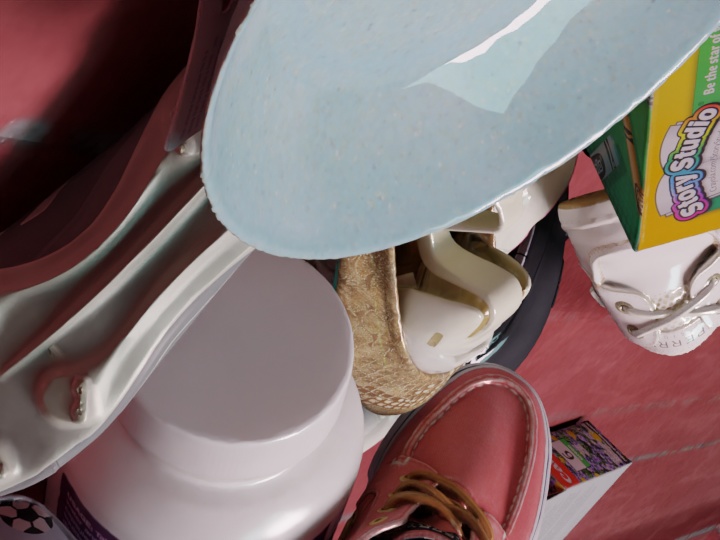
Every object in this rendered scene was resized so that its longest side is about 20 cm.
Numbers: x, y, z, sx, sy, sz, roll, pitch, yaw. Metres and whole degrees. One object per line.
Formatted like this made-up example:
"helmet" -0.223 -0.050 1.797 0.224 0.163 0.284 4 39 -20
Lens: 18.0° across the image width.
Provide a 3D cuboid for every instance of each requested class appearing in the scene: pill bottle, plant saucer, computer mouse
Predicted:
"pill bottle" -0.059 0.074 0.837 0.112 0.112 0.200 -36 162 -29
"plant saucer" 0.035 -0.084 0.599 0.201 0.039 0.201 -29 154 -16
"computer mouse" 0.076 -0.024 0.970 0.200 0.046 0.140 -56 168 -27

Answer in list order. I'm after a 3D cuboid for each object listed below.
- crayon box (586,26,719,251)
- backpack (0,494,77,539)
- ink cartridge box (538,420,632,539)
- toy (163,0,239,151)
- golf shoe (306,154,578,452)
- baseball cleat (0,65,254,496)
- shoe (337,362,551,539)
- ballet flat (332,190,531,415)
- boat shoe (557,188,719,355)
"crayon box" 0.138 -0.097 0.740 0.119 0.058 0.200 -16 146 -8
"backpack" -0.149 0.181 0.763 0.190 0.200 0.154 -25 150 -35
"ink cartridge box" 0.104 0.166 1.559 0.109 0.050 0.200 -51 162 19
"toy" 0.006 -0.128 0.635 0.200 0.047 0.115 -38 159 -40
"golf shoe" 0.000 0.000 0.902 0.091 0.075 0.200 7 120 -55
"baseball cleat" -0.073 0.000 0.708 0.200 0.070 0.106 -38 -178 12
"shoe" 0.028 0.104 0.834 0.200 0.071 0.091 -60 180 -31
"ballet flat" 0.027 -0.015 0.803 0.070 0.065 0.200 -37 139 -31
"boat shoe" 0.129 0.000 0.942 0.071 0.069 0.200 -13 172 14
